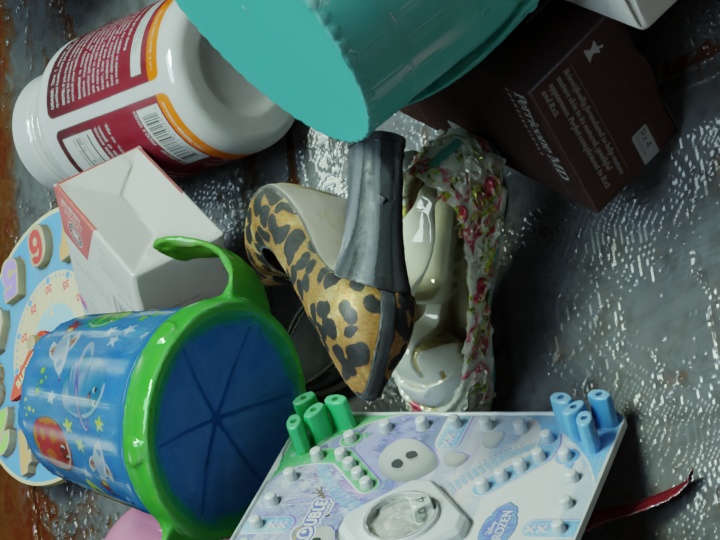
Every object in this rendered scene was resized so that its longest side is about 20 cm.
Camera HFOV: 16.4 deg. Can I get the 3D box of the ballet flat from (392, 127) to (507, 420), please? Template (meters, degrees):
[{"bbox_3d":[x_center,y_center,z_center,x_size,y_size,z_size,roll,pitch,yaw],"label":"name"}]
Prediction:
[{"bbox_3d":[0.039,0.017,1.398,0.075,0.064,0.201,18,119,34],"label":"ballet flat"}]

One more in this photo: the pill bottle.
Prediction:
[{"bbox_3d":[-0.139,-0.112,1.636,0.199,0.113,0.114,-15,73,47],"label":"pill bottle"}]

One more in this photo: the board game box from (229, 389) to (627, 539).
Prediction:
[{"bbox_3d":[0.021,0.130,1.320,0.199,0.200,0.026,-2,124,25],"label":"board game box"}]

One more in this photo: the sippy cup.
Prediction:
[{"bbox_3d":[-0.121,0.079,1.434,0.130,0.178,0.140,6,132,40],"label":"sippy cup"}]

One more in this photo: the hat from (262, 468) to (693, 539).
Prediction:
[{"bbox_3d":[0.063,0.149,1.406,0.200,0.166,0.176,36,78,24],"label":"hat"}]

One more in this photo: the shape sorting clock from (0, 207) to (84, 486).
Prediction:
[{"bbox_3d":[-0.216,0.052,1.757,0.199,0.039,0.201,-10,77,48],"label":"shape sorting clock"}]

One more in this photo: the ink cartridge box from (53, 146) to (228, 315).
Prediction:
[{"bbox_3d":[-0.125,0.037,1.591,0.116,0.067,0.201,45,153,44],"label":"ink cartridge box"}]

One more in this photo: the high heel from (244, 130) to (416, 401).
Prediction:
[{"bbox_3d":[-0.025,0.021,1.381,0.200,0.071,0.143,141,135,-62],"label":"high heel"}]

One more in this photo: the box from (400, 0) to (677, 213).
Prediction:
[{"bbox_3d":[0.073,-0.117,1.386,0.075,0.100,0.200,-46,40,-14],"label":"box"}]

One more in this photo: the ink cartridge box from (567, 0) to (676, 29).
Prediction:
[{"bbox_3d":[0.120,-0.225,1.323,0.145,0.085,0.200,-44,40,-14],"label":"ink cartridge box"}]

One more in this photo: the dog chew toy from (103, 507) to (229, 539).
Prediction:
[{"bbox_3d":[-0.091,0.146,1.531,0.124,0.124,0.201,22,100,49],"label":"dog chew toy"}]

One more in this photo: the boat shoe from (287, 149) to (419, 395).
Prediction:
[{"bbox_3d":[0.000,0.000,1.492,0.200,0.067,0.072,-51,50,36],"label":"boat shoe"}]

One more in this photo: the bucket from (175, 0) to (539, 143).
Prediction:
[{"bbox_3d":[-0.013,-0.173,1.270,0.135,0.208,0.207,-44,41,-14],"label":"bucket"}]
